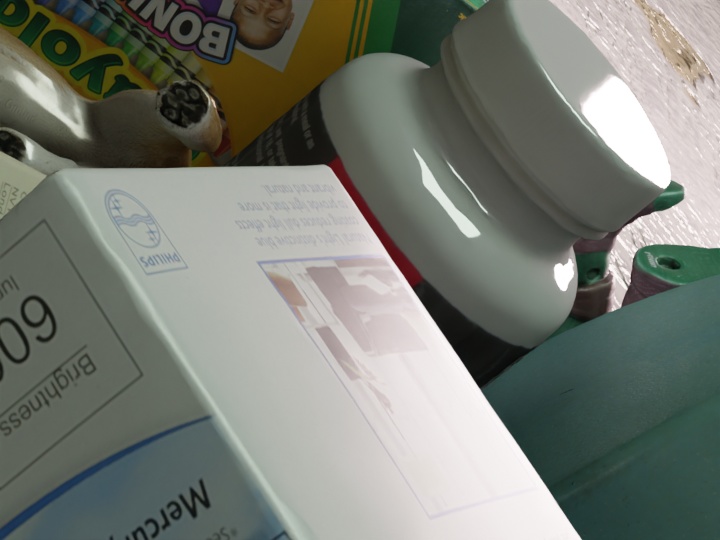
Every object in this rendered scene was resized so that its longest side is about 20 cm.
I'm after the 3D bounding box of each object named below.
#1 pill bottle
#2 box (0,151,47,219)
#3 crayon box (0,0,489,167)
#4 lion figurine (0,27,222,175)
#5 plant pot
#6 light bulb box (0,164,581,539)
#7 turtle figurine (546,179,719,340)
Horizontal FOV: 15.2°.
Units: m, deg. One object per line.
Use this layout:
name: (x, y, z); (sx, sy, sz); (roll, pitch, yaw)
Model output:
pill bottle: (0.000, 0.000, 0.879); (0.111, 0.200, 0.111); (43, 21, -21)
box: (-0.096, 0.020, 0.731); (0.095, 0.078, 0.200); (10, -11, 33)
crayon box: (-0.062, -0.110, 0.925); (0.200, 0.119, 0.058); (36, 26, -12)
lion figurine: (-0.109, -0.054, 0.818); (0.200, 0.073, 0.123); (41, -7, 14)
plant pot: (0.087, 0.103, 0.897); (0.141, 0.200, 0.141); (48, 20, -14)
light bulb box: (-0.046, 0.114, 0.574); (0.200, 0.198, 0.125); (56, 23, 13)
turtle figurine: (0.087, 0.068, 1.006); (0.100, 0.201, 0.150); (-15, 39, -39)
